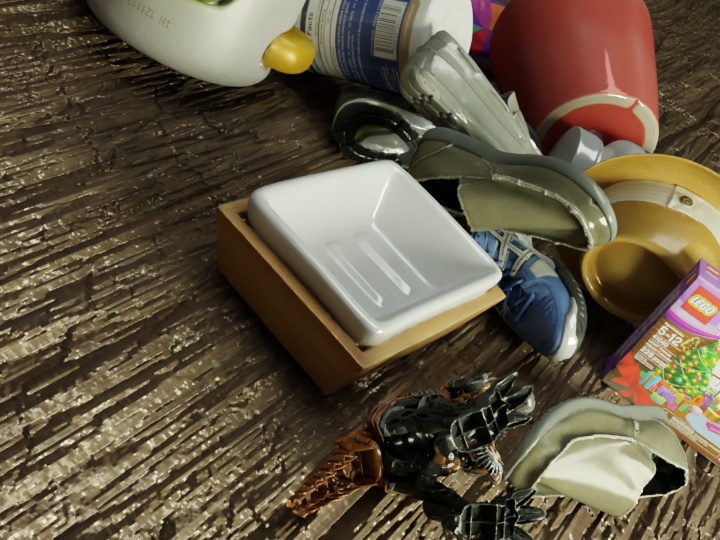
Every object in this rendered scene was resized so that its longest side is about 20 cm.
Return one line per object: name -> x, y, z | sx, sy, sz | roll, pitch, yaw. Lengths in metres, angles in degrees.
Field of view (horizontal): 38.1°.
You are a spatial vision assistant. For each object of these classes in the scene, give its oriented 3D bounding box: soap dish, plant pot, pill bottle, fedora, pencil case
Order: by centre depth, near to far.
soap dish -> 0.000, 0.000, 0.782 | 0.157, 0.082, 0.199 | 46, 35, 17
fedora -> 0.264, -0.008, 0.947 | 0.200, 0.201, 0.082 | 34, 45, -1
pill bottle -> -0.001, -0.238, 1.005 | 0.198, 0.112, 0.111 | 18, 25, 26
pill bottle -> 0.289, -0.067, 1.099 | 0.198, 0.113, 0.113 | 27, 34, -11
plant pot -> 0.247, -0.202, 1.176 | 0.199, 0.201, 0.179 | 19, 46, -22
pencil case -> 0.111, -0.299, 1.261 | 0.198, 0.089, 0.089 | 7, 42, -33

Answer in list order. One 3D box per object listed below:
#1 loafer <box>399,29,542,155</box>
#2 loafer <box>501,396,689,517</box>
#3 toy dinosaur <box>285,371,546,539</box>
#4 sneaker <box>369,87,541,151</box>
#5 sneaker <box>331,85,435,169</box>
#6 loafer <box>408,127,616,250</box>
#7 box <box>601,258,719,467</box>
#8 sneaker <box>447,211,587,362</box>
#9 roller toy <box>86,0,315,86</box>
loafer -> 0.121, -0.129, 0.931 | 0.200, 0.070, 0.070 | 43, -15, -22
loafer -> 0.184, 0.141, 0.775 | 0.198, 0.076, 0.070 | 1, 41, -41
toy dinosaur -> 0.045, 0.120, 0.671 | 0.200, 0.135, 0.103 | -40, 117, -28
sneaker -> 0.104, -0.180, 1.107 | 0.197, 0.077, 0.115 | 22, 41, -11
sneaker -> 0.061, -0.132, 1.016 | 0.198, 0.074, 0.081 | 21, 32, -24
loafer -> 0.116, -0.055, 0.856 | 0.199, 0.076, 0.070 | 23, 62, 39
box -> 0.329, 0.101, 0.899 | 0.199, 0.137, 0.039 | 35, 33, 2
sneaker -> 0.124, 0.007, 0.904 | 0.076, 0.076, 0.201 | 3, 35, -30
roller toy -> -0.141, -0.253, 0.920 | 0.199, 0.141, 0.183 | 3, 36, -47
